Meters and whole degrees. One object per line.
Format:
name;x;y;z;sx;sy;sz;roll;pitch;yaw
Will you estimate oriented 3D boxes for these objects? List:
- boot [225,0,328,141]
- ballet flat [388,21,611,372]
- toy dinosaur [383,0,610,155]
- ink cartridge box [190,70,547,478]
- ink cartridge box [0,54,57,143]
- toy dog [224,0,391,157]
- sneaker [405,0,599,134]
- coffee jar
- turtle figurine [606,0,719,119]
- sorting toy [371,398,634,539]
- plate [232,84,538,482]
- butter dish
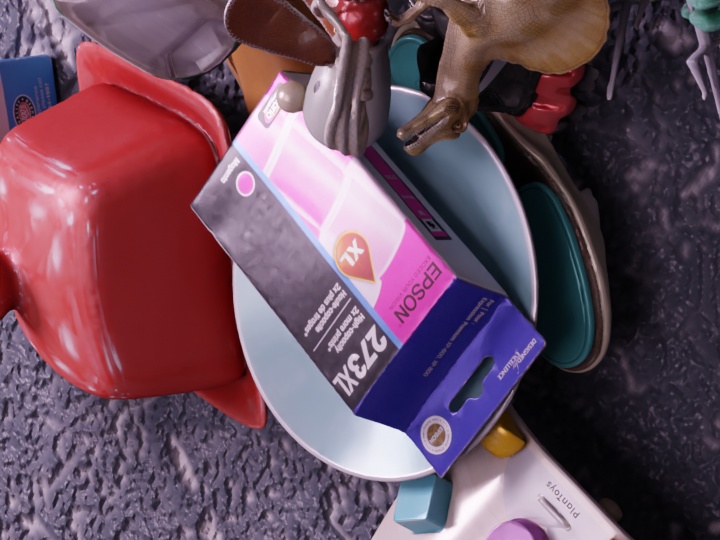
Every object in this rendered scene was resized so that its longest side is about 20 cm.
boot;-0.014;-0.067;1.193;0.155;0.076;0.201;45;130;31
ballet flat;0.085;-0.047;1.129;0.069;0.069;0.201;-30;84;40
toy dinosaur;0.076;-0.132;0.968;0.101;0.058;0.200;42;127;-17
ink cartridge box;0.000;0.000;1.105;0.200;0.037;0.095;49;118;25
ink cartridge box;-0.277;-0.047;1.348;0.083;0.199;0.147;0;100;40
toy dog;-0.031;-0.154;1.031;0.095;0.132;0.202;7;101;9
sneaker;0.071;-0.150;1.022;0.071;0.097;0.202;-99;15;-47
coffee jar;-0.092;-0.203;1.158;0.104;0.201;0.085;33;136;-23
turtle figurine;0.166;-0.151;1.016;0.150;0.100;0.202;-176;78;-77
sorting toy;0.065;0.179;1.130;0.180;0.107;0.200;-49;66;9
plate;0.014;0.006;1.130;0.199;0.025;0.202;3;94;39
butter dish;-0.155;-0.008;1.253;0.199;0.147;0.202;28;130;54
